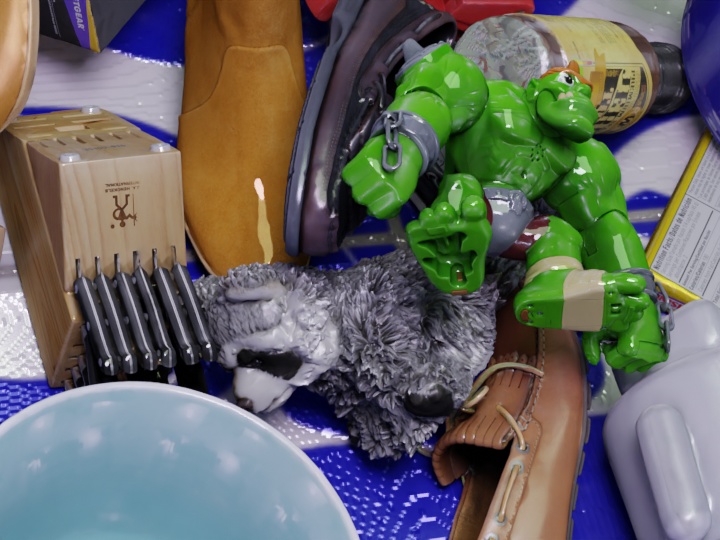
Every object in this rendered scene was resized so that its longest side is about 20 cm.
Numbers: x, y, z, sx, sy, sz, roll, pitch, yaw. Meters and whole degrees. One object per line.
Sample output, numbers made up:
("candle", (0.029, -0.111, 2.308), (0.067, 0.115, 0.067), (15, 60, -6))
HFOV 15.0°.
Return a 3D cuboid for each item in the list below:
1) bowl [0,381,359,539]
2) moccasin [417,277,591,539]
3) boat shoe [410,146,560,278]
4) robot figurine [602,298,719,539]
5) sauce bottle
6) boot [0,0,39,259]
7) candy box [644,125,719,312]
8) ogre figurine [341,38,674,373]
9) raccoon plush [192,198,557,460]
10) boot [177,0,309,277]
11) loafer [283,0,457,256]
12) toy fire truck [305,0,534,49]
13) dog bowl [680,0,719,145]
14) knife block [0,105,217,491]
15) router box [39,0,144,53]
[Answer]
("bowl", (-0.103, 0.162, 1.247), (0.200, 0.105, 0.202), (8, 56, -12))
("moccasin", (0.067, 0.093, 1.371), (0.077, 0.074, 0.202), (17, 64, -16))
("boat shoe", (0.072, -0.053, 1.466), (0.074, 0.066, 0.199), (-33, 72, -33))
("robot figurine", (0.190, 0.115, 1.363), (0.169, 0.113, 0.201), (18, 46, -49))
("sauce bottle", (0.121, -0.105, 1.470), (0.065, 0.065, 0.200), (52, 28, 18))
("boot", (-0.239, -0.087, 1.345), (0.143, 0.071, 0.202), (7, 91, -25))
("candy box", (0.229, -0.040, 1.530), (0.102, 0.026, 0.200), (29, 54, 2))
("ogre figurine", (0.071, -0.038, 1.318), (0.199, 0.098, 0.120), (15, 49, -19))
("raccoon plush", (0.000, 0.000, 1.374), (0.134, 0.097, 0.200), (38, 50, -12))
("boot", (-0.058, -0.102, 1.399), (0.070, 0.144, 0.202), (-2, 56, -9))
("loafer", (0.006, -0.078, 1.352), (0.063, 0.072, 0.200), (10, 40, 4))
("toy fire truck", (0.081, -0.170, 1.491), (0.199, 0.141, 0.049), (12, 50, -38))
("dog bowl", (0.282, -0.121, 1.532), (0.199, 0.079, 0.201), (13, 57, -20))
("knife block", (-0.130, 0.019, 1.370), (0.064, 0.176, 0.200), (-6, 15, -22))
("router box", (-0.156, -0.217, 1.479), (0.157, 0.052, 0.200), (19, 52, 23))
